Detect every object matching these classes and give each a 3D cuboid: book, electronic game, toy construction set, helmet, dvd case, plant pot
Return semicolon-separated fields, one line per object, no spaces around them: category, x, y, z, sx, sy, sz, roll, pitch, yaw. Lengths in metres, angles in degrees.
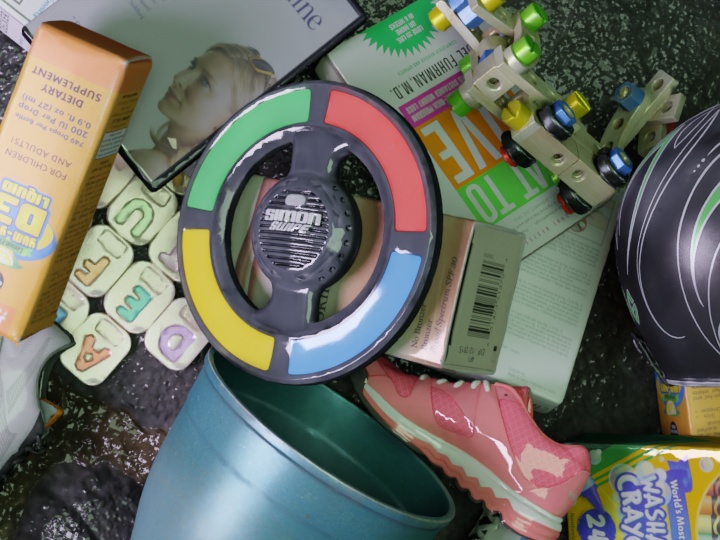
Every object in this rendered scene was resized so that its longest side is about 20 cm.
book;0.076;-0.100;1.176;0.133;0.048;0.201;-33;85;-23
electronic game;-0.037;-0.025;1.055;0.199;0.042;0.201;-5;80;29
toy construction set;0.139;-0.119;1.139;0.199;0.132;0.092;22;127;-23
helmet;0.272;-0.024;1.089;0.199;0.200;0.192;-6;91;-9
dvd case;-0.112;-0.170;1.115;0.200;0.018;0.143;-40;93;-13
plant pot;-0.069;0.184;1.099;0.199;0.200;0.188;33;98;-7

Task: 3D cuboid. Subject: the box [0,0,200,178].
box;-0.157;-0.171;1.146;0.200;0.060;0.117;39;77;-6

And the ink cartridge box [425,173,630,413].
ink cartridge box;0.101;-0.015;1.207;0.159;0.047;0.201;22;72;-8

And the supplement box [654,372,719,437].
supplement box;0.258;0.051;1.211;0.068;0.067;0.201;-9;90;-9

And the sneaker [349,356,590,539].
sneaker;0.080;0.107;1.156;0.200;0.074;0.087;38;89;19

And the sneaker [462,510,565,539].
sneaker;0.092;0.215;1.178;0.072;0.072;0.201;26;84;-14

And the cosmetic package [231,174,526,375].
cosmetic package;0.000;0.000;1.106;0.199;0.087;0.104;12;90;31

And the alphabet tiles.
alphabet tiles;-0.174;-0.026;1.169;0.200;0.015;0.196;42;83;-7

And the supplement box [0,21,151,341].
supplement box;-0.207;-0.058;1.055;0.066;0.069;0.201;23;103;2

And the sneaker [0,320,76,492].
sneaker;-0.256;0.121;1.120;0.079;0.074;0.201;17;86;-4

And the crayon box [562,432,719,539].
crayon box;0.246;0.183;1.150;0.199;0.051;0.127;-2;94;33
